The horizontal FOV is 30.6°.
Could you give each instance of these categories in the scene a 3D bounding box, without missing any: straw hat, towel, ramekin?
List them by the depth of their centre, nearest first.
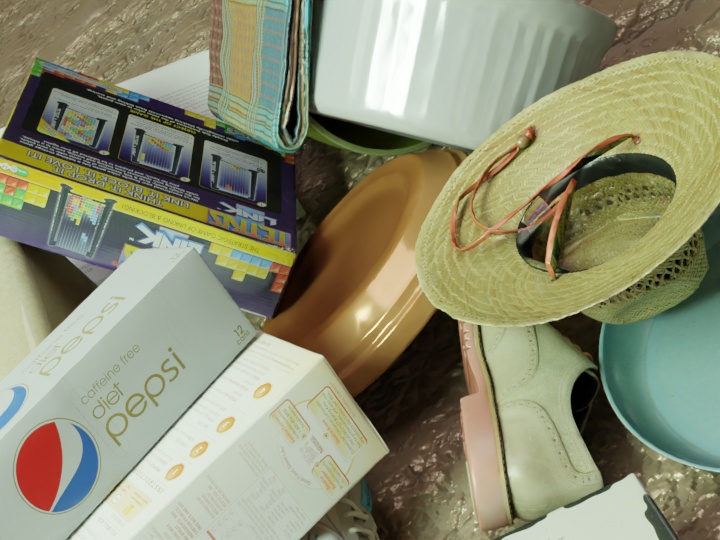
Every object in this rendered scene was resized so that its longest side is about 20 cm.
[{"bbox_3d":[0.132,-0.018,0.688,0.200,0.085,0.202,-30,31,20],"label":"straw hat"},{"bbox_3d":[0.054,-0.130,0.835,0.200,0.199,0.099,21,98,52],"label":"ramekin"},{"bbox_3d":[-0.071,-0.161,0.864,0.022,0.148,0.200,-2,13,-21],"label":"towel"}]

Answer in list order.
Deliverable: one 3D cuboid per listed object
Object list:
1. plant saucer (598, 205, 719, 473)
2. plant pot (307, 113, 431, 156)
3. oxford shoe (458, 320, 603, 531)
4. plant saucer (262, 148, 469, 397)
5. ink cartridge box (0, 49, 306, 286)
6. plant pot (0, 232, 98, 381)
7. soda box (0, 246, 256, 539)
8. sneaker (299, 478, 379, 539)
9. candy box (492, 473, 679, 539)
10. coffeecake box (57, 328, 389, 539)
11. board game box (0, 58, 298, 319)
[{"bbox_3d":[0.216,0.022,0.660,0.199,0.027,0.201,-25,38,21],"label":"plant saucer"},{"bbox_3d":[-0.030,-0.180,1.006,0.188,0.187,0.200,-52,24,-16],"label":"plant pot"},{"bbox_3d":[0.093,0.057,0.720,0.073,0.071,0.201,-7,43,8],"label":"oxford shoe"},{"bbox_3d":[0.000,0.000,0.827,0.200,0.037,0.201,-45,21,22],"label":"plant saucer"},{"bbox_3d":[-0.165,-0.064,1.011,0.199,0.044,0.174,-24,68,-17],"label":"ink cartridge box"},{"bbox_3d":[-0.227,0.112,0.850,0.200,0.200,0.177,-41,43,-1],"label":"plant pot"},{"bbox_3d":[-0.148,0.075,0.676,0.068,0.064,0.200,-2,40,53],"label":"soda box"},{"bbox_3d":[-0.015,0.148,0.706,0.087,0.075,0.199,-47,35,-20],"label":"sneaker"},{"bbox_3d":[0.060,0.185,0.554,0.199,0.061,0.137,-26,28,1],"label":"candy box"},{"bbox_3d":[-0.107,0.122,0.703,0.200,0.073,0.153,-42,25,-18],"label":"coffeecake box"},{"bbox_3d":[-0.143,-0.058,0.886,0.166,0.199,0.057,-94,25,-59],"label":"board game box"}]
